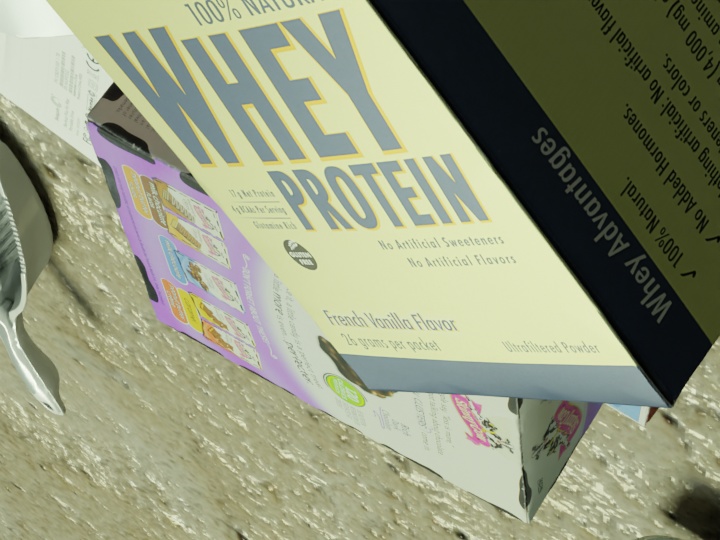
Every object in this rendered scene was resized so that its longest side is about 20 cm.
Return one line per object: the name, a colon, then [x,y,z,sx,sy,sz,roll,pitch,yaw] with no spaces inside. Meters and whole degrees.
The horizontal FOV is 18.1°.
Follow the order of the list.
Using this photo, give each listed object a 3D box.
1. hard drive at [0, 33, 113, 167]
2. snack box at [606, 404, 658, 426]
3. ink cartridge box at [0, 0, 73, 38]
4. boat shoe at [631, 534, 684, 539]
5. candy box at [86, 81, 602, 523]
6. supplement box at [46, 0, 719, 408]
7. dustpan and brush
hard drive: [-0.089,-0.067,1.064,0.199,0.026,0.132,36,155,6]
snack box: [0.099,-0.007,0.913,0.072,0.024,0.200,29,153,17]
ink cartridge box: [-0.130,-0.163,0.908,0.199,0.057,0.163,23,143,37]
boat shoe: [0.204,0.185,1.059,0.200,0.070,0.072,31,178,5]
candy box: [0.000,0.000,0.928,0.199,0.072,0.168,28,158,19]
supplement box: [0.041,-0.103,0.623,0.134,0.200,0.200,-1,134,54]
dustpan and brush: [-0.212,-0.001,1.298,0.139,0.057,0.200,8,141,47]
